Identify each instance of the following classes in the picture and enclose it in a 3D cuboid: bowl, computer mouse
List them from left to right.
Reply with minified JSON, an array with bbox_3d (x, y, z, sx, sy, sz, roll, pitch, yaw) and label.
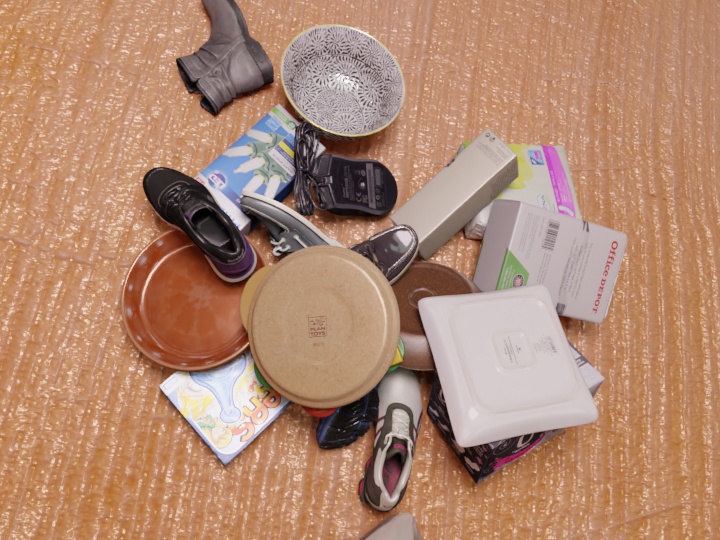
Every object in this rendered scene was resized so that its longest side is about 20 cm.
[{"bbox_3d":[-0.035,-0.278,0.930,0.197,0.094,0.204,5,69,-13],"label":"bowl"},{"bbox_3d":[-0.028,-0.133,0.882,0.198,0.052,0.141,8,76,-40],"label":"computer mouse"}]

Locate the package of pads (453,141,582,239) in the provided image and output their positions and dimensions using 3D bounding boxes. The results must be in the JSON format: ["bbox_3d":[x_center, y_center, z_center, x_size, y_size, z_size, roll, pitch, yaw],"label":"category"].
[{"bbox_3d":[0.260,-0.130,0.973,0.197,0.068,0.157,-1,71,-14],"label":"package of pads"}]

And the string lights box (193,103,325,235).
[{"bbox_3d":[-0.156,-0.143,0.872,0.103,0.059,0.200,42,67,0],"label":"string lights box"}]

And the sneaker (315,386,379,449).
[{"bbox_3d":[-0.013,0.148,0.783,0.075,0.078,0.203,15,101,-36],"label":"sneaker"}]

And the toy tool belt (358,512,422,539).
[{"bbox_3d":[0.013,0.399,0.700,0.198,0.125,0.123,-31,73,-21],"label":"toy tool belt"}]

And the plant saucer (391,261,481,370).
[{"bbox_3d":[0.088,0.050,0.830,0.197,0.037,0.202,-3,43,3],"label":"plant saucer"}]

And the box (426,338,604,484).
[{"bbox_3d":[0.211,0.174,0.807,0.198,0.116,0.133,-24,52,-20],"label":"box"}]

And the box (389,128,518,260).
[{"bbox_3d":[0.144,-0.112,0.882,0.199,0.082,0.069,-41,67,2],"label":"box"}]

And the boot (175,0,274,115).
[{"bbox_3d":[-0.237,-0.355,0.922,0.131,0.070,0.201,-30,77,-16],"label":"boot"}]

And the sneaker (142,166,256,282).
[{"bbox_3d":[-0.211,-0.078,0.751,0.200,0.088,0.076,42,75,12],"label":"sneaker"}]

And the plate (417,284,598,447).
[{"bbox_3d":[0.191,0.108,0.749,0.197,0.032,0.202,-6,60,-14],"label":"plate"}]

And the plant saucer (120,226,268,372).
[{"bbox_3d":[-0.215,0.034,0.774,0.197,0.032,0.204,1,71,-2],"label":"plant saucer"}]

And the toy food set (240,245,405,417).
[{"bbox_3d":[-0.047,0.071,0.708,0.197,0.049,0.201,-21,79,7],"label":"toy food set"}]

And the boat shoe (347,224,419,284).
[{"bbox_3d":[0.000,0.000,0.804,0.198,0.065,0.072,-32,80,-8],"label":"boat shoe"}]

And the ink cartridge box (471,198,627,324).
[{"bbox_3d":[0.288,-0.013,0.893,0.197,0.084,0.148,14,95,-19],"label":"ink cartridge box"}]

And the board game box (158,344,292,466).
[{"bbox_3d":[-0.150,0.142,0.791,0.136,0.034,0.200,46,67,4],"label":"board game box"}]

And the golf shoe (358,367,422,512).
[{"bbox_3d":[0.053,0.221,0.790,0.076,0.088,0.203,14,67,-8],"label":"golf shoe"}]

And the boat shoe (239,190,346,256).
[{"bbox_3d":[-0.093,-0.042,0.824,0.199,0.073,0.062,34,82,-31],"label":"boat shoe"}]
